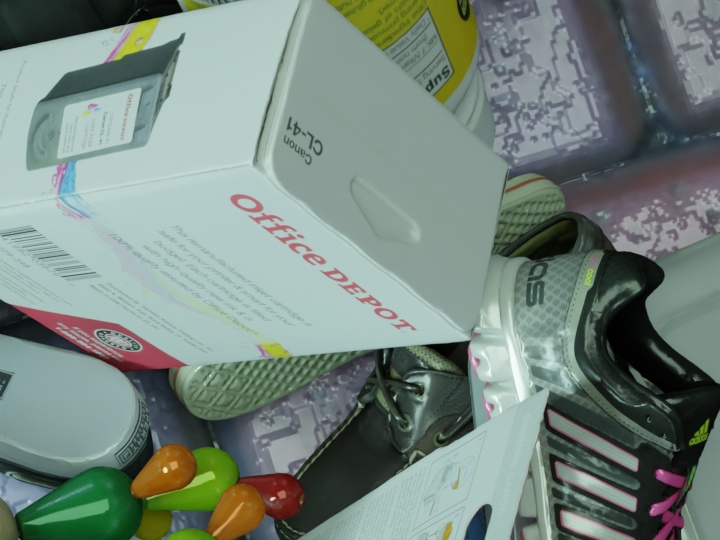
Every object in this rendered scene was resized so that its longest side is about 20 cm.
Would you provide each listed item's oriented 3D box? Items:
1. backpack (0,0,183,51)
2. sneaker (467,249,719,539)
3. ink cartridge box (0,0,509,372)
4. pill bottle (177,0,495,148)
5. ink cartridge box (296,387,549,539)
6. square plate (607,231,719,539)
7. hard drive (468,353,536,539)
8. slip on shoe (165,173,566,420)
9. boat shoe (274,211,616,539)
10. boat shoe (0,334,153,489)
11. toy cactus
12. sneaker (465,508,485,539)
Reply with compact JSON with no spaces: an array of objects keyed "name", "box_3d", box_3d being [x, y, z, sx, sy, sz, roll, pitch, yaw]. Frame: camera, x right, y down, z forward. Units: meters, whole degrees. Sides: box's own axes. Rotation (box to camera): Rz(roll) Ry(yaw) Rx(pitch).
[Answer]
[{"name":"backpack","box_3d":[-0.148,-0.162,1.171,0.176,0.153,0.200,-44,113,-11]},{"name":"sneaker","box_3d":[0.110,0.080,1.075,0.087,0.074,0.201,-19,89,26]},{"name":"ink cartridge box","box_3d":[-0.063,-0.029,1.079,0.199,0.147,0.086,-8,58,37]},{"name":"pill bottle","box_3d":[-0.016,-0.115,1.126,0.114,0.200,0.115,-12,48,13]},{"name":"ink cartridge box","box_3d":[0.012,0.152,1.051,0.050,0.200,0.163,35,49,-20]},{"name":"square plate","box_3d":[0.190,0.075,1.164,0.199,0.028,0.199,-22,93,-29]},{"name":"hard drive","box_3d":[0.143,0.093,1.167,0.199,0.027,0.133,-3,84,-30]},{"name":"slip on shoe","box_3d":[0.000,0.000,1.203,0.199,0.074,0.061,-23,52,-11]},{"name":"boat shoe","box_3d":[0.033,0.048,1.179,0.200,0.065,0.073,-43,42,-7]},{"name":"boat shoe","box_3d":[-0.180,0.052,1.181,0.199,0.057,0.069,21,66,20]},{"name":"toy cactus","box_3d":[-0.127,0.127,1.079,0.164,0.102,0.200,26,56,17]},{"name":"sneaker","box_3d":[0.045,0.184,1.173,0.089,0.079,0.201,9,71,6]}]
